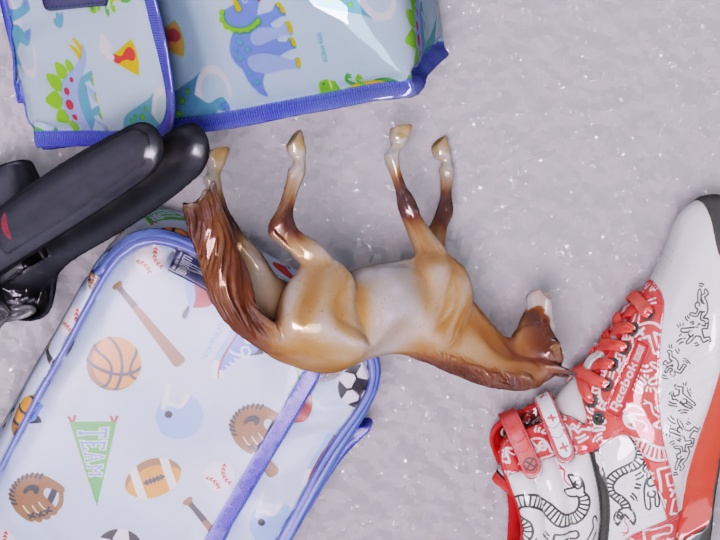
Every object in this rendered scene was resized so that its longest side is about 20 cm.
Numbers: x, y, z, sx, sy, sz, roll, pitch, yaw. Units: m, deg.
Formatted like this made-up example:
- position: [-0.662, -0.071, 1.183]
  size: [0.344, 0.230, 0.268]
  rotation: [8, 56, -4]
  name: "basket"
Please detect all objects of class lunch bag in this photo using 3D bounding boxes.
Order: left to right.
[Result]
- position: [-0.084, 0.077, 0.972]
  size: [0.160, 0.076, 0.200]
  rotation: [30, 99, -9]
  name: "lunch bag"
- position: [-0.076, -0.151, 0.911]
  size: [0.200, 0.127, 0.170]
  rotation: [-8, 103, 14]
  name: "lunch bag"

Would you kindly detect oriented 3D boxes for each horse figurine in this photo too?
- position: [0.000, 0.000, 0.921]
  size: [0.200, 0.050, 0.133]
  rotation: [-4, 78, -36]
  name: "horse figurine"

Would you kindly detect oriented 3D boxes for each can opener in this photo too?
- position: [-0.143, -0.022, 0.902]
  size: [0.200, 0.063, 0.079]
  rotation: [-24, 85, 47]
  name: "can opener"

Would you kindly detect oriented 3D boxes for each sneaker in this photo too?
- position: [0.123, 0.060, 0.976]
  size: [0.108, 0.067, 0.202]
  rotation: [4, 103, -5]
  name: "sneaker"
